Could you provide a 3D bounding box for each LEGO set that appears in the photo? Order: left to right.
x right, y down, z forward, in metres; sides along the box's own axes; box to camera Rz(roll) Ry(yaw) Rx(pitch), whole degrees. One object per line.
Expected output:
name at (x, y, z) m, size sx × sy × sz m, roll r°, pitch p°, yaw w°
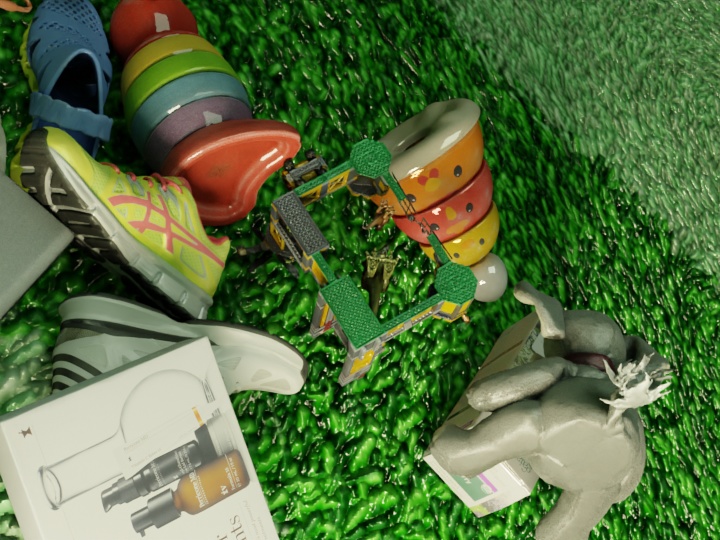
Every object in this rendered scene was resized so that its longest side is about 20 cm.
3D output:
LEGO set at (0.000, 0.000, 0.858) m, size 0.153 × 0.116 × 0.201 m, roll -36°, pitch 76°, yaw -21°

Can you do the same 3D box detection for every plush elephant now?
plush elephant at (0.169, 0.099, 0.809) m, size 0.163 × 0.201 × 0.156 m, roll 33°, pitch 30°, yaw -10°

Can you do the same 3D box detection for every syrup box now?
syrup box at (0.146, 0.127, 0.932) m, size 0.079 × 0.081 × 0.200 m, roll 46°, pitch 47°, yaw -4°

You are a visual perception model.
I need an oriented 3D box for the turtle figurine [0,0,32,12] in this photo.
turtle figurine at (-0.260, -0.282, 0.827) m, size 0.198 × 0.065 × 0.161 m, roll -24°, pitch 52°, yaw -34°

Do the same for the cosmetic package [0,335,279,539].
cosmetic package at (-0.138, 0.164, 0.650) m, size 0.149 × 0.051 × 0.203 m, roll -22°, pitch 94°, yaw -34°

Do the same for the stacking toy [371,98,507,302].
stacking toy at (0.095, -0.056, 0.992) m, size 0.202 × 0.145 × 0.147 m, roll 57°, pitch 42°, yaw -17°

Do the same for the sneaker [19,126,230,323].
sneaker at (-0.171, -0.046, 0.744) m, size 0.200 × 0.077 × 0.091 m, roll 51°, pitch 60°, yaw -41°

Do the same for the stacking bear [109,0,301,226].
stacking bear at (-0.155, -0.156, 0.850) m, size 0.113 × 0.121 × 0.202 m, roll -1°, pitch 55°, yaw -47°

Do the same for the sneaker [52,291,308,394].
sneaker at (-0.136, 0.097, 0.739) m, size 0.197 × 0.076 × 0.117 m, roll 15°, pitch 64°, yaw -23°

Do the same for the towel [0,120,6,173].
towel at (-0.319, -0.041, 0.690) m, size 0.131 × 0.034 × 0.203 m, roll 13°, pitch 58°, yaw -32°

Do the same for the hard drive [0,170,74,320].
hard drive at (-0.298, -0.001, 0.637) m, size 0.139 × 0.033 × 0.201 m, roll 42°, pitch 46°, yaw -12°

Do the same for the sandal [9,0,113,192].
sandal at (-0.230, -0.150, 0.794) m, size 0.078 × 0.087 × 0.203 m, roll 11°, pitch 56°, yaw -32°
